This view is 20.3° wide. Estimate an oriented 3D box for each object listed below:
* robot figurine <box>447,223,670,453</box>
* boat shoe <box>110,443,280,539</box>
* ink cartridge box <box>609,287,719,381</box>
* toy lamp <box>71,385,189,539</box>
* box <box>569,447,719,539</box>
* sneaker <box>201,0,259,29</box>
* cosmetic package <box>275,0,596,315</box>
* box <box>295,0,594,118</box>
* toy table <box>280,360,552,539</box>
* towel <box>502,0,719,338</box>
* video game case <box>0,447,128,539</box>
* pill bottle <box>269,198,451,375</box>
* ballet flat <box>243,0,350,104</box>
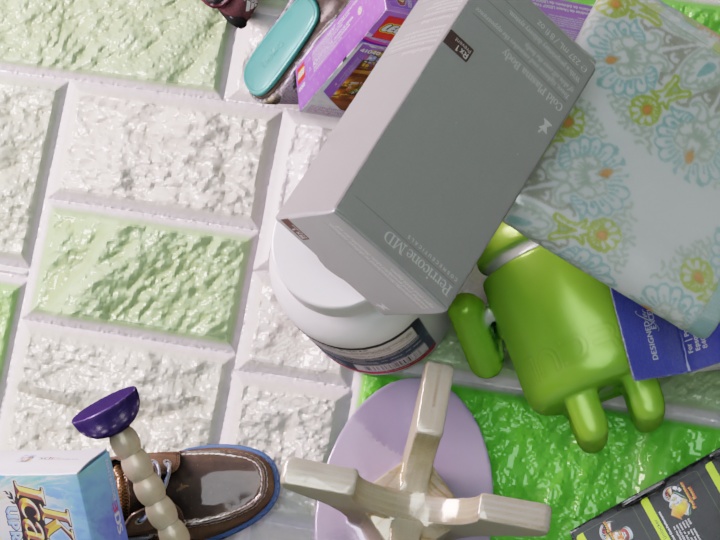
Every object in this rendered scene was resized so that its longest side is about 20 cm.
[{"bbox_3d":[0.152,0.023,1.417,0.174,0.116,0.201,-21,76,3],"label":"robot figurine"},{"bbox_3d":[-0.158,0.168,1.460,0.198,0.072,0.073,-11,77,6],"label":"boat shoe"},{"bbox_3d":[0.255,-0.032,1.395,0.199,0.047,0.199,-5,75,-33],"label":"ink cartridge box"},{"bbox_3d":[-0.131,0.180,1.397,0.058,0.058,0.201,-27,100,3],"label":"toy lamp"},{"bbox_3d":[0.274,0.224,1.393,0.192,0.048,0.201,-30,76,4],"label":"box"},{"bbox_3d":[-0.057,-0.238,1.534,0.198,0.076,0.117,10,85,22],"label":"sneaker"},{"bbox_3d":[0.048,-0.080,1.267,0.107,0.090,0.201,38,68,-22],"label":"cosmetic package"},{"bbox_3d":[0.072,-0.146,1.407,0.198,0.137,0.039,7,61,-27],"label":"box"},{"bbox_3d":[0.033,0.162,1.389,0.182,0.117,0.202,0,73,-5],"label":"toy table"},{"bbox_3d":[0.199,-0.078,1.341,0.170,0.048,0.201,29,70,-2],"label":"towel"},{"bbox_3d":[-0.242,0.225,1.408,0.180,0.045,0.202,-3,107,25],"label":"video game case"},{"bbox_3d":[0.000,0.000,1.403,0.118,0.200,0.121,-2,78,8],"label":"pill bottle"},{"bbox_3d":[-0.012,-0.202,1.488,0.072,0.072,0.201,45,118,15],"label":"ballet flat"}]
